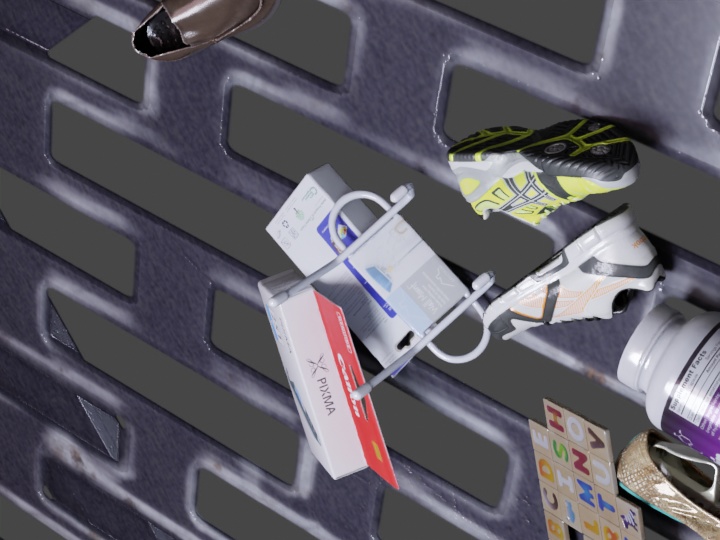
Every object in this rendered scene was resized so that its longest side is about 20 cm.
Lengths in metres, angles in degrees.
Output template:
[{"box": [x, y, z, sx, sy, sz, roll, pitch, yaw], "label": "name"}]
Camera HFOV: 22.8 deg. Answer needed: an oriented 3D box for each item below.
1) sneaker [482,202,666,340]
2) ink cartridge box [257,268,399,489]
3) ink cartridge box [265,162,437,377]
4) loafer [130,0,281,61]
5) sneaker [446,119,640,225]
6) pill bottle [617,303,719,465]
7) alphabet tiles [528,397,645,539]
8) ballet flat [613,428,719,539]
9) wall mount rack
[{"box": [0.185, 0.022, 1.575, 0.080, 0.074, 0.200, 53, 136, 1], "label": "sneaker"}, {"box": [-0.035, 0.112, 1.773, 0.176, 0.045, 0.200, -146, 37, -69], "label": "ink cartridge box"}, {"box": [0.000, 0.000, 1.747, 0.200, 0.039, 0.099, 51, 135, 9], "label": "ink cartridge box"}, {"box": [-0.149, -0.245, 1.716, 0.200, 0.071, 0.073, -29, 93, 46], "label": "loafer"}, {"box": [0.165, -0.082, 1.544, 0.200, 0.075, 0.076, 7, 125, 50], "label": "sneaker"}, {"box": [0.317, 0.108, 1.480, 0.200, 0.112, 0.113, 31, 130, 25], "label": "pill bottle"}, {"box": [0.213, 0.221, 1.660, 0.167, 0.008, 0.200, 27, 133, 59], "label": "alphabet tiles"}, {"box": [0.314, 0.205, 1.571, 0.200, 0.071, 0.065, 31, 119, 21], "label": "ballet flat"}, {"box": [0.022, 0.020, 1.657, 0.200, 0.174, 0.075, 47, 178, 10], "label": "wall mount rack"}]
